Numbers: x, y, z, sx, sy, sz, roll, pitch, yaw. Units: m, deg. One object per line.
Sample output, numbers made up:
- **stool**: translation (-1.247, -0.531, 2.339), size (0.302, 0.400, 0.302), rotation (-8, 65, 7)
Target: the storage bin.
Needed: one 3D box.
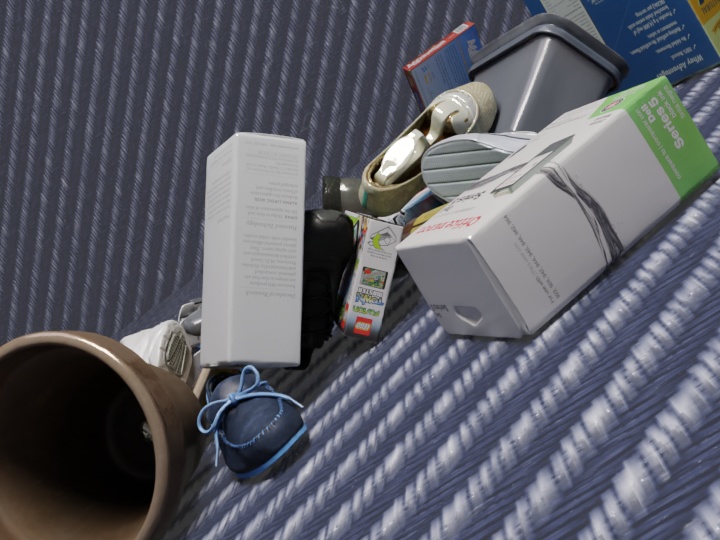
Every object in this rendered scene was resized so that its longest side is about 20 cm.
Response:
- **storage bin**: translation (0.191, -0.169, 1.126), size (0.136, 0.144, 0.199), rotation (-65, 18, -13)

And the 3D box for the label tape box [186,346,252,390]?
- **label tape box**: translation (-0.210, 0.133, 1.216), size (0.199, 0.064, 0.144), rotation (-38, 10, -12)

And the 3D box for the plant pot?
- **plant pot**: translation (-0.214, 0.145, 0.853), size (0.199, 0.202, 0.174), rotation (-32, -8, 15)

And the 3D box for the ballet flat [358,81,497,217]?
- **ballet flat**: translation (0.074, -0.133, 1.034), size (0.200, 0.067, 0.063), rotation (-48, -21, -17)

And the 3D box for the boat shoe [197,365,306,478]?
- **boat shoe**: translation (-0.105, 0.124, 0.848), size (0.084, 0.069, 0.199), rotation (-38, 9, -20)

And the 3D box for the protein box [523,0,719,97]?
- **protein box**: translation (0.314, -0.315, 1.139), size (0.135, 0.202, 0.198), rotation (-40, 10, -31)

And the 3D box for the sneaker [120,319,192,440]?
- **sneaker**: translation (-0.251, 0.147, 1.087), size (0.098, 0.079, 0.202), rotation (-10, 41, 23)

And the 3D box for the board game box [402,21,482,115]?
- **board game box**: translation (0.129, -0.193, 1.247), size (0.102, 0.202, 0.019), rotation (-36, 36, -12)

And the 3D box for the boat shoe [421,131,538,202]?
- **boat shoe**: translation (0.153, -0.094, 0.962), size (0.197, 0.075, 0.066), rotation (9, 19, 38)

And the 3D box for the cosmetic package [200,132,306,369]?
- **cosmetic package**: translation (-0.098, -0.013, 0.912), size (0.073, 0.204, 0.101), rotation (3, -7, -23)

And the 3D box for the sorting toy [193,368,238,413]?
- **sorting toy**: translation (-0.136, 0.080, 1.060), size (0.202, 0.036, 0.185), rotation (-63, 1, -3)

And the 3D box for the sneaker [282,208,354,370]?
- **sneaker**: translation (-0.045, 0.022, 0.977), size (0.074, 0.092, 0.202), rotation (1, -39, -12)

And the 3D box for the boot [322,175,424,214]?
- **boot**: translation (0.016, -0.042, 1.249), size (0.128, 0.069, 0.201), rotation (0, -36, -3)

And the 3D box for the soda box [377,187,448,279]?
- **soda box**: translation (0.042, -0.034, 1.142), size (0.198, 0.064, 0.068), rotation (-31, 9, 32)

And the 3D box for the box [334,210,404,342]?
- **box**: translation (0.000, 0.000, 1.015), size (0.200, 0.034, 0.112), rotation (-146, 69, -81)

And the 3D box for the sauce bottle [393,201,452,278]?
- **sauce bottle**: translation (0.078, -0.029, 0.979), size (0.064, 0.065, 0.199), rotation (-39, 10, -27)

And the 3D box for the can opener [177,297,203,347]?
- **can opener**: translation (-0.126, 0.050, 1.204), size (0.198, 0.054, 0.066), rotation (-14, 17, -36)

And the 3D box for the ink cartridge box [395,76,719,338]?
- **ink cartridge box**: translation (0.142, -0.044, 0.755), size (0.199, 0.085, 0.145), rotation (-38, 9, -17)
